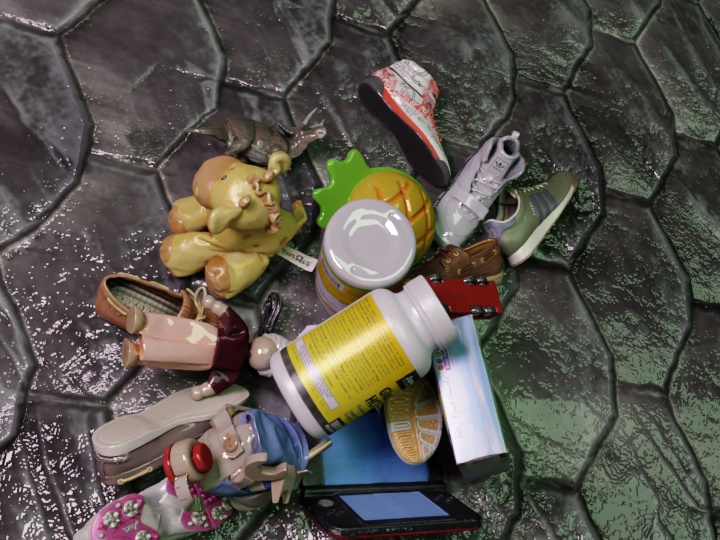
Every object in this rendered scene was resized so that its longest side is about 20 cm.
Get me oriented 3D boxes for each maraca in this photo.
[{"bbox_3d":[0.023,-0.080,1.189,0.199,0.107,0.138,29,79,-28],"label":"maraca"}]

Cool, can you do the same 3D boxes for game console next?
[{"bbox_3d":[0.032,0.240,1.067,0.198,0.172,0.120,3,94,-22],"label":"game console"}]

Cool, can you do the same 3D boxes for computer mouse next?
[{"bbox_3d":[-0.049,0.094,1.078,0.198,0.044,0.110,12,60,20],"label":"computer mouse"}]

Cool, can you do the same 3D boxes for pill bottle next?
[{"bbox_3d":[0.007,0.094,0.980,0.199,0.112,0.113,-32,82,1],"label":"pill bottle"},{"bbox_3d":[0.000,0.000,1.093,0.110,0.200,0.112,3,69,-7],"label":"pill bottle"}]

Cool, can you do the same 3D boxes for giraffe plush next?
[{"bbox_3d":[-0.150,-0.070,1.057,0.198,0.163,0.174,10,65,4],"label":"giraffe plush"}]

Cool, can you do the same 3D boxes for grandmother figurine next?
[{"bbox_3d":[-0.173,0.093,1.009,0.198,0.061,0.123,8,107,-27],"label":"grandmother figurine"}]

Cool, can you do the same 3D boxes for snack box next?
[{"bbox_3d":[0.137,0.167,1.090,0.067,0.200,0.170,-14,69,7],"label":"snack box"}]

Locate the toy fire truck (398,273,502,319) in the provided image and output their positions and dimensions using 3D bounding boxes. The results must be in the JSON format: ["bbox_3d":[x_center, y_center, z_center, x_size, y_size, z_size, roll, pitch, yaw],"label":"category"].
[{"bbox_3d":[0.106,0.055,1.136,0.199,0.141,0.049,3,66,-43],"label":"toy fire truck"}]

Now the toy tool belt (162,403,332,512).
[{"bbox_3d":[-0.115,0.200,0.960,0.122,0.200,0.126,-21,70,15],"label":"toy tool belt"}]

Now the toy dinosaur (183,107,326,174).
[{"bbox_3d":[-0.148,-0.173,1.196,0.198,0.077,0.103,6,54,-16],"label":"toy dinosaur"}]

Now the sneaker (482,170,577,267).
[{"bbox_3d":[0.258,-0.104,1.335,0.090,0.067,0.201,43,62,-8],"label":"sneaker"}]

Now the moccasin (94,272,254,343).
[{"bbox_3d":[-0.220,0.056,1.051,0.200,0.078,0.074,30,60,-10],"label":"moccasin"}]

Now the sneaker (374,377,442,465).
[{"bbox_3d":[0.046,0.162,1.103,0.075,0.088,0.202,2,51,-21],"label":"sneaker"}]

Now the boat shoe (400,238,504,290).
[{"bbox_3d":[0.120,-0.003,1.218,0.198,0.072,0.068,-12,108,-34],"label":"boat shoe"}]

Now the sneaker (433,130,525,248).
[{"bbox_3d":[0.174,-0.123,1.280,0.075,0.115,0.201,36,59,-5],"label":"sneaker"}]

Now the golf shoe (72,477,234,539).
[{"bbox_3d":[-0.228,0.271,0.964,0.199,0.091,0.076,-4,71,-50],"label":"golf shoe"}]

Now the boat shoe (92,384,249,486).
[{"bbox_3d":[-0.215,0.188,1.009,0.199,0.071,0.060,-19,118,-42],"label":"boat shoe"}]

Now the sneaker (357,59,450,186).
[{"bbox_3d":[0.096,-0.232,1.319,0.108,0.067,0.202,-36,83,-29],"label":"sneaker"}]
